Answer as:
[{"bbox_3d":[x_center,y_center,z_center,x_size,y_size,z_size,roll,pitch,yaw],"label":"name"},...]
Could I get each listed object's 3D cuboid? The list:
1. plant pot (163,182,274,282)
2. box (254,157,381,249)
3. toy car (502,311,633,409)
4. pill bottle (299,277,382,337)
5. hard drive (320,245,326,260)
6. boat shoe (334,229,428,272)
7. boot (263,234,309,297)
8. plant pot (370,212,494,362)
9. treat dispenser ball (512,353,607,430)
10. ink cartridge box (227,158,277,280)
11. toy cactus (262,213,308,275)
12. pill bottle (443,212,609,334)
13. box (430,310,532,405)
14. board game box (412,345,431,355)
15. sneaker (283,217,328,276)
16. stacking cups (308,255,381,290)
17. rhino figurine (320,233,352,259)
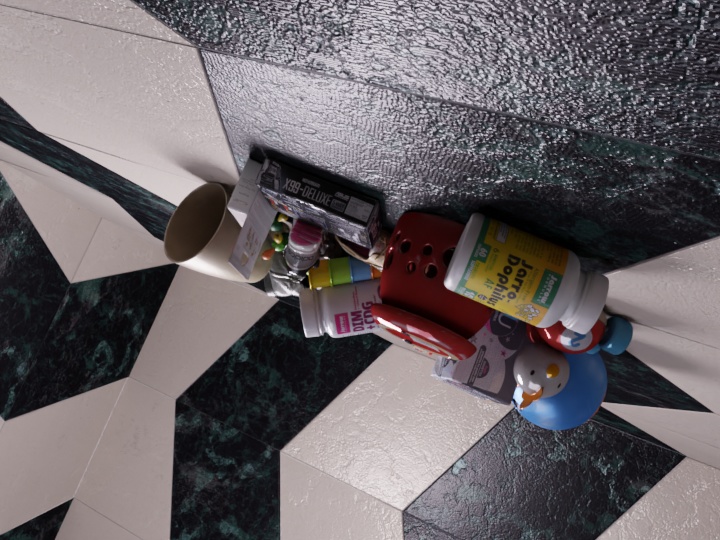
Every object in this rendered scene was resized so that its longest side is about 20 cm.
[{"bbox_3d":[-0.284,-0.058,1.613,0.187,0.188,0.200,14,164,45],"label":"plant pot"},{"bbox_3d":[-0.064,-0.107,1.249,0.199,0.050,0.158,22,172,9],"label":"box"},{"bbox_3d":[0.323,0.146,1.271,0.183,0.201,0.177,23,171,-7],"label":"toy car"},{"bbox_3d":[-0.015,0.069,1.466,0.198,0.114,0.113,-9,170,0],"label":"pill bottle"},{"bbox_3d":[-0.028,-0.005,1.601,0.200,0.027,0.132,33,-153,-46],"label":"hard drive"},{"bbox_3d":[0.036,-0.035,1.344,0.199,0.074,0.069,19,176,31],"label":"boat shoe"},{"bbox_3d":[-0.171,-0.030,1.715,0.130,0.202,0.068,-3,-162,40],"label":"boot"},{"bbox_3d":[0.119,0.029,1.176,0.199,0.184,0.200,25,172,4],"label":"plant pot"},{"bbox_3d":[0.397,0.221,1.519,0.200,0.202,0.201,22,171,4],"label":"treat dispenser ball"},{"bbox_3d":[-0.199,-0.084,1.325,0.043,0.175,0.200,22,171,5],"label":"ink cartridge box"},{"bbox_3d":[-0.165,-0.062,1.614,0.200,0.102,0.165,41,180,-37],"label":"toy cactus"},{"bbox_3d":[0.223,0.009,1.007,0.199,0.113,0.113,23,171,3],"label":"pill bottle"},{"bbox_3d":[0.236,0.130,1.397,0.131,0.201,0.115,25,169,-13],"label":"box"},{"bbox_3d":[0.157,0.089,1.518,0.046,0.152,0.200,22,172,5],"label":"board game box"},{"bbox_3d":[-0.100,-0.050,1.362,0.073,0.088,0.200,18,-157,-2],"label":"sneaker"},{"bbox_3d":[0.000,0.000,1.419,0.198,0.061,0.061,-5,171,-2],"label":"stacking cups"},{"bbox_3d":[-0.019,-0.025,1.499,0.060,0.088,0.200,13,166,47],"label":"rhino figurine"}]
